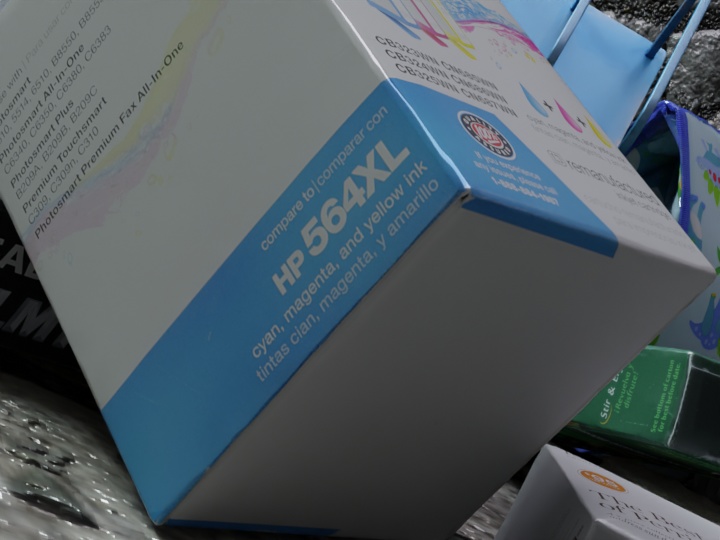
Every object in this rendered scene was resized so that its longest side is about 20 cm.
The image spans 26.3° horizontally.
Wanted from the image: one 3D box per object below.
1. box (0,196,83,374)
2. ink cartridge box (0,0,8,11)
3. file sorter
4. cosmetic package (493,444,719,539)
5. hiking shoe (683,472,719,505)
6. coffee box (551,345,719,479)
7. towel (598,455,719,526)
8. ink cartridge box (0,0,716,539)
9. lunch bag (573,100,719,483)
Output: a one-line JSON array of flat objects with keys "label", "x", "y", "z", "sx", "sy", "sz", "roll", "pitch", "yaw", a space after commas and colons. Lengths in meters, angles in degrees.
[{"label": "box", "x": -0.109, "y": -0.010, "z": 0.582, "sx": 0.198, "sy": 0.050, "sz": 0.200, "roll": 22, "pitch": 8, "yaw": -36}, {"label": "ink cartridge box", "x": -0.128, "y": -0.170, "z": 0.984, "sx": 0.041, "sy": 0.199, "sz": 0.200, "roll": 61, "pitch": -1, "yaw": 26}, {"label": "file sorter", "x": 0.055, "y": -0.133, "z": 0.737, "sx": 0.199, "sy": 0.139, "sz": 0.123, "roll": 31, "pitch": -28, "yaw": 1}, {"label": "cosmetic package", "x": 0.140, "y": 0.124, "z": 0.472, "sx": 0.199, "sy": 0.051, "sz": 0.083, "roll": 26, "pitch": 4, "yaw": -7}, {"label": "hiking shoe", "x": 0.242, "y": 0.121, "z": 0.850, "sx": 0.100, "sy": 0.076, "sz": 0.200, "roll": 25, "pitch": 3, "yaw": 26}, {"label": "coffee box", "x": 0.122, "y": 0.064, "z": 0.724, "sx": 0.123, "sy": 0.044, "sz": 0.200, "roll": 20, "pitch": -8, "yaw": -32}, {"label": "towel", "x": 0.157, "y": 0.125, "z": 0.635, "sx": 0.132, "sy": 0.035, "sz": 0.200, "roll": 28, "pitch": 5, "yaw": 5}, {"label": "ink cartridge box", "x": -0.020, "y": -0.038, "z": 0.463, "sx": 0.128, "sy": 0.125, "sz": 0.200, "roll": 14, "pitch": 37, "yaw": -49}, {"label": "lunch bag", "x": 0.181, "y": 0.014, "z": 0.921, "sx": 0.127, "sy": 0.201, "sz": 0.170, "roll": 29, "pitch": 7, "yaw": 41}]
